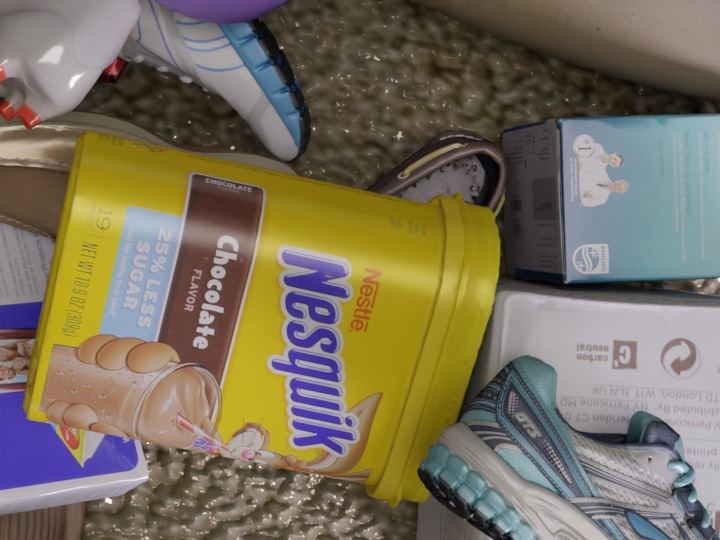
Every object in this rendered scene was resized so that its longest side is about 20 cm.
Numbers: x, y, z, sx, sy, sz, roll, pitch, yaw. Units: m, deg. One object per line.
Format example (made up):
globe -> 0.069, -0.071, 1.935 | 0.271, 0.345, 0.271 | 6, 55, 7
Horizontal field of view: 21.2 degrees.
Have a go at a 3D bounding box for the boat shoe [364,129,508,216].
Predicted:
boat shoe -> 0.000, 0.000, 1.035 | 0.200, 0.060, 0.072 | -40, 96, -5

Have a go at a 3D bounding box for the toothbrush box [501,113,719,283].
toothbrush box -> 0.185, -0.040, 1.016 | 0.198, 0.146, 0.086 | -3, 92, -8

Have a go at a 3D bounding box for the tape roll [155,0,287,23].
tape roll -> -0.067, -0.226, 0.917 | 0.085, 0.200, 0.201 | -25, 95, 36

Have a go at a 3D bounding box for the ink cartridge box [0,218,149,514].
ink cartridge box -> -0.220, 0.027, 0.947 | 0.199, 0.043, 0.200 | -4, 68, -33

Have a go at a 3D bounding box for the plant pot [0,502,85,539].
plant pot -> -0.243, 0.127, 0.992 | 0.199, 0.093, 0.203 | 0, 91, -6

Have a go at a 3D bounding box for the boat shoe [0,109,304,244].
boat shoe -> -0.118, -0.029, 0.962 | 0.198, 0.072, 0.065 | 10, 57, -23

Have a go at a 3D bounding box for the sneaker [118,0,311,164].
sneaker -> -0.103, -0.128, 0.977 | 0.086, 0.075, 0.200 | -36, 105, 5

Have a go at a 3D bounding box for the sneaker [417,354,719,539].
sneaker -> 0.127, 0.112, 0.845 | 0.199, 0.078, 0.087 | 35, 84, -6

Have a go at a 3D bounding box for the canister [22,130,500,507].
canister -> -0.050, 0.022, 0.913 | 0.198, 0.087, 0.150 | 12, 115, -9

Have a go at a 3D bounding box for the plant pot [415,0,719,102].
plant pot -> 0.118, -0.185, 1.004 | 0.198, 0.187, 0.189 | 5, 90, 9

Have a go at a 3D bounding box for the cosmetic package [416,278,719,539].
cosmetic package -> 0.125, 0.092, 0.982 | 0.166, 0.200, 0.168 | 3, 91, -7

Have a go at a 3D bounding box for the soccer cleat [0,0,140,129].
soccer cleat -> -0.172, -0.119, 0.935 | 0.078, 0.200, 0.070 | -42, 124, -16

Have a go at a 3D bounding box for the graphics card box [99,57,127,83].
graphics card box -> -0.186, -0.202, 1.015 | 0.199, 0.051, 0.126 | 29, 87, -8
